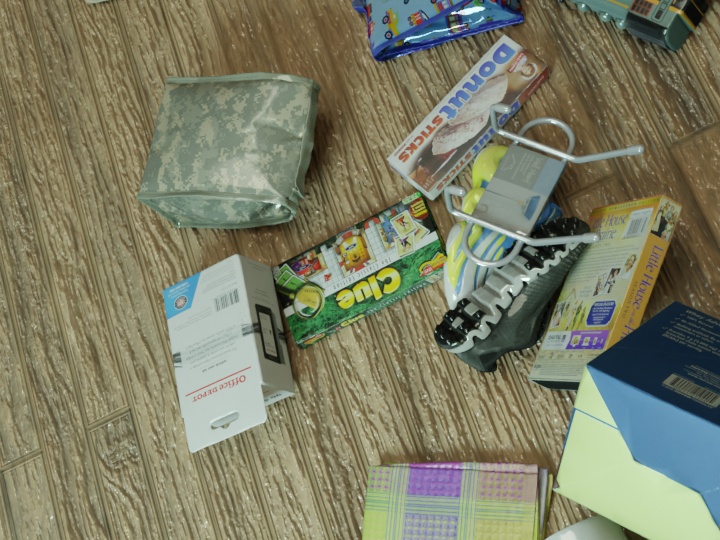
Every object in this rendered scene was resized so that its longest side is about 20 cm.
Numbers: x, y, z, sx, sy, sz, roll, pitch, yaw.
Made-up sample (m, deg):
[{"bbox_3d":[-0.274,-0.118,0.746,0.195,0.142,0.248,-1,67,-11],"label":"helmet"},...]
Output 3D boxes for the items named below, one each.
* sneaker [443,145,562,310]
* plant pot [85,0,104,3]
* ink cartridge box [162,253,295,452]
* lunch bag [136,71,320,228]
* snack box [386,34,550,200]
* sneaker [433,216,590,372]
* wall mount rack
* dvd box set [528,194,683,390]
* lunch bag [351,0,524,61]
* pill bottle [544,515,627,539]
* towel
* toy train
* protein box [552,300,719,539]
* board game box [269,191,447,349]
[{"bbox_3d":[0.156,-0.042,1.465,0.105,0.076,0.201,7,73,23],"label":"sneaker"},{"bbox_3d":[-0.301,-0.494,1.761,0.199,0.200,0.178,-7,58,20],"label":"plant pot"},{"bbox_3d":[-0.146,0.098,1.530,0.116,0.068,0.201,-25,63,26],"label":"ink cartridge box"},{"bbox_3d":[-0.139,-0.139,1.598,0.199,0.118,0.165,1,70,27],"label":"lunch bag"},{"bbox_3d":[0.123,-0.175,1.551,0.200,0.024,0.072,-47,61,-4],"label":"snack box"},{"bbox_3d":[0.172,0.030,1.431,0.200,0.091,0.066,-44,34,-2],"label":"sneaker"},{"bbox_3d":[0.189,-0.090,1.408,0.173,0.075,0.200,21,66,20],"label":"wall mount rack"},{"bbox_3d":[0.245,0.025,1.379,0.029,0.146,0.201,25,78,-16],"label":"dvd box set"},{"bbox_3d":[0.076,-0.343,1.611,0.199,0.094,0.151,-17,68,26],"label":"lunch bag"},{"bbox_3d":[0.240,0.338,1.269,0.113,0.113,0.201,-29,63,10],"label":"pill bottle"},{"bbox_3d":[0.097,0.270,1.405,0.199,0.023,0.144,-2,71,22],"label":"towel"},{"bbox_3d":[0.300,-0.326,1.512,0.200,0.085,0.114,31,94,28],"label":"toy train"},{"bbox_3d":[0.317,0.149,1.237,0.198,0.200,0.135,25,118,28],"label":"protein box"},{"bbox_3d":[0.000,0.000,1.544,0.199,0.023,0.105,-28,65,11],"label":"board game box"}]
